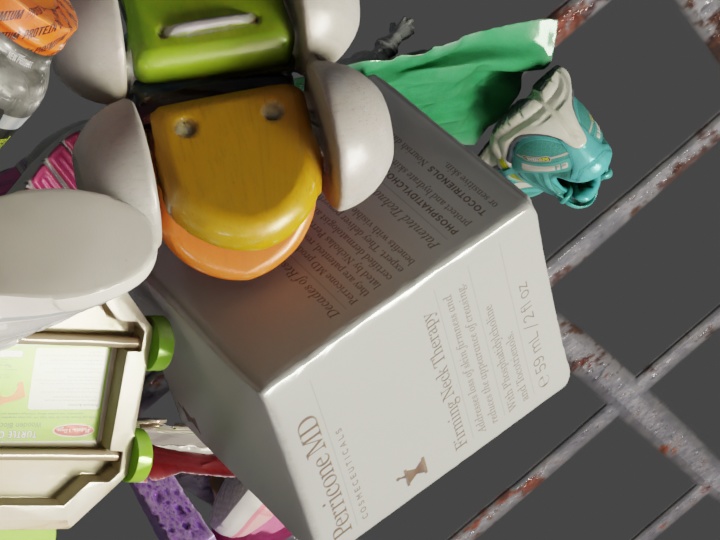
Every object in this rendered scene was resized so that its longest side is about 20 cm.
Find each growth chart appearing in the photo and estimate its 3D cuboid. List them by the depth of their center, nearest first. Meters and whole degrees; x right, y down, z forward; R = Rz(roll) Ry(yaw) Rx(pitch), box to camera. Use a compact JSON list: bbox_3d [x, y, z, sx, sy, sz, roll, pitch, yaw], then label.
[{"bbox_3d":[-0.119,0.107,1.769,0.199,0.018,0.144,6,169,-30],"label":"growth chart"}]

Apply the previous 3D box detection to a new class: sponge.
[{"bbox_3d":[-0.121,0.199,1.901,0.030,0.112,0.200,-32,149,-9],"label":"sponge"}]

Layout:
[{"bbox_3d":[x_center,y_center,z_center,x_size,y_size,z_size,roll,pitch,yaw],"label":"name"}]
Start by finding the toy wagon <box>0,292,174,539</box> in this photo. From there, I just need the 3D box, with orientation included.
[{"bbox_3d":[-0.191,0.093,1.519,0.154,0.040,0.202,3,105,-33],"label":"toy wagon"}]

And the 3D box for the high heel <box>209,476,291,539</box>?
[{"bbox_3d":[-0.019,0.155,1.984,0.199,0.067,0.096,-25,143,-15],"label":"high heel"}]

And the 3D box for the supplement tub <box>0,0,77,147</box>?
[{"bbox_3d":[-0.248,-0.089,1.388,0.200,0.123,0.122,-44,148,13],"label":"supplement tub"}]

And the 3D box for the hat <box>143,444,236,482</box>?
[{"bbox_3d":[-0.202,0.079,1.640,0.176,0.165,0.201,-40,132,-19],"label":"hat"}]

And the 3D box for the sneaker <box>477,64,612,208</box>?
[{"bbox_3d":[0.126,-0.072,1.785,0.077,0.080,0.200,-42,176,-5],"label":"sneaker"}]

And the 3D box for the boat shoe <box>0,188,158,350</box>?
[{"bbox_3d":[-0.203,0.016,1.386,0.199,0.072,0.069,-21,155,-21],"label":"boat shoe"}]

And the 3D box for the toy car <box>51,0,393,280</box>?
[{"bbox_3d":[-0.082,-0.091,1.500,0.174,0.201,0.150,-11,160,-9],"label":"toy car"}]

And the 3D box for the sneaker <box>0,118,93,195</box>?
[{"bbox_3d":[-0.213,-0.021,1.563,0.200,0.088,0.082,-44,125,-27],"label":"sneaker"}]

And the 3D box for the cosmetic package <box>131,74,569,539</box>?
[{"bbox_3d":[-0.008,0.027,1.600,0.199,0.166,0.168,-35,139,-16],"label":"cosmetic package"}]

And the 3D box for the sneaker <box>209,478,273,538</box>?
[{"bbox_3d":[-0.012,0.131,1.898,0.105,0.075,0.201,40,90,-17],"label":"sneaker"}]

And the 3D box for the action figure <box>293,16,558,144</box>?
[{"bbox_3d":[0.023,-0.117,1.686,0.199,0.055,0.118,-11,142,-42],"label":"action figure"}]
